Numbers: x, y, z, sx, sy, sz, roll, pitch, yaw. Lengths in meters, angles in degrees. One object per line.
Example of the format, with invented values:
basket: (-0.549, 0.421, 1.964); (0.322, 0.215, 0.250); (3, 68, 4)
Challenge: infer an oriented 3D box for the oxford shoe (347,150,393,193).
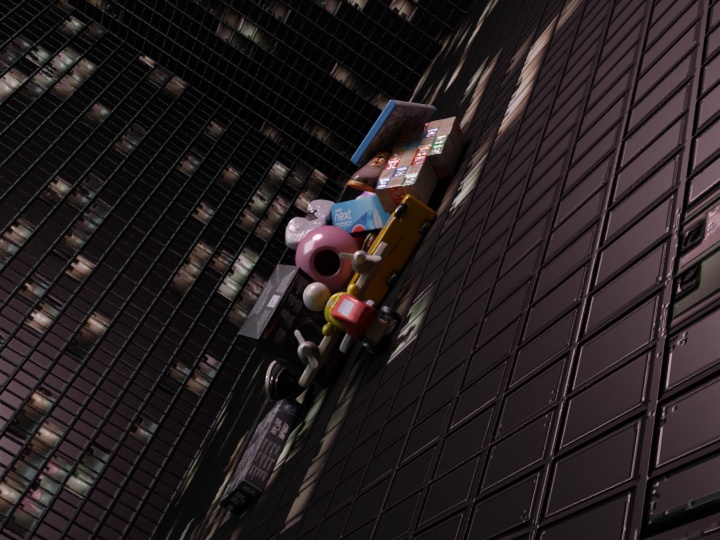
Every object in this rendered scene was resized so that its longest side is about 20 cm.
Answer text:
oxford shoe: (0.027, -0.193, 1.546); (0.200, 0.070, 0.074); (-39, -36, -68)

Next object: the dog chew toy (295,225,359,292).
dog chew toy: (-0.060, -0.028, 1.562); (0.125, 0.124, 0.200); (-57, 4, 7)

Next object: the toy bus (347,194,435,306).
toy bus: (0.055, -0.037, 1.450); (0.201, 0.065, 0.078); (-58, 5, 7)

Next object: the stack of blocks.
stack of blocks: (0.114, -0.199, 1.519); (0.114, 0.059, 0.201); (-6, 40, 31)

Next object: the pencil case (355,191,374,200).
pencil case: (0.006, -0.134, 1.953); (0.200, 0.084, 0.085); (-41, 9, -18)

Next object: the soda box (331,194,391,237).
soda box: (0.022, -0.110, 1.629); (0.199, 0.063, 0.069); (-6, 84, 54)

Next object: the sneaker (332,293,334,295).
sneaker: (-0.078, 0.072, 1.698); (0.079, 0.078, 0.201); (-25, -39, -10)

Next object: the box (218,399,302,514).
box: (-0.196, 0.360, 1.588); (0.160, 0.043, 0.201); (-50, 11, 49)

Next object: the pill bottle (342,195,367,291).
pill bottle: (-0.012, -0.056, 1.797); (0.201, 0.111, 0.113); (-55, 7, 23)

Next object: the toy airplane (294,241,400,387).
toy airplane: (-0.029, 0.066, 1.286); (0.200, 0.140, 0.201); (-53, 9, 37)

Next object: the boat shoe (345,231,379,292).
boat shoe: (0.000, 0.000, 1.654); (0.201, 0.067, 0.072); (-55, 9, 30)

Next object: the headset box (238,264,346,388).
headset box: (-0.101, 0.107, 1.473); (0.077, 0.200, 0.150); (7, 63, 50)

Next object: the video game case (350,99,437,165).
video game case: (0.070, -0.271, 1.612); (0.144, 0.018, 0.199); (-54, -18, 23)

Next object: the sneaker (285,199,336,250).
sneaker: (-0.101, -0.063, 1.702); (0.200, 0.074, 0.115); (-56, -28, -57)

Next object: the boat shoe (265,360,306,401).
boat shoe: (-0.129, 0.211, 1.555); (0.199, 0.065, 0.076); (25, -115, -78)
